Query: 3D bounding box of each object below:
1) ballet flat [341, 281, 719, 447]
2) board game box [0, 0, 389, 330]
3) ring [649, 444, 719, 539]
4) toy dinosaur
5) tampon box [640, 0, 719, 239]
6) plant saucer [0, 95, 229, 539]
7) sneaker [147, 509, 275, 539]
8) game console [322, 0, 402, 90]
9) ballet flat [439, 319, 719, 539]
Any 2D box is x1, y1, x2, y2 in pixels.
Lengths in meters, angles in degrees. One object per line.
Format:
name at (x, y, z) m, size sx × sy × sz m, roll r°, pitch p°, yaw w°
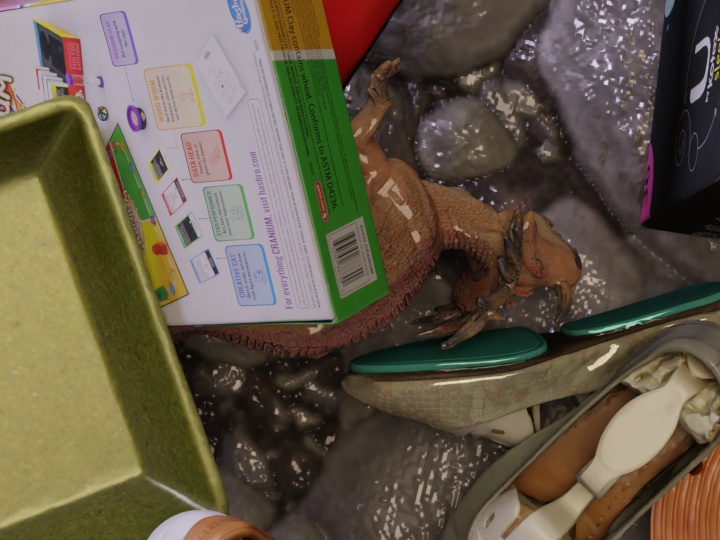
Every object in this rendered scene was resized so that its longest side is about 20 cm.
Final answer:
ballet flat at (0.093, 0.054, 1.050) m, size 0.199 × 0.067 × 0.063 m, roll -11°, pitch 99°, yaw -5°
board game box at (-0.092, -0.052, 0.970) m, size 0.040 × 0.200 × 0.153 m, roll -28°, pitch 110°, yaw -49°
ring at (0.229, 0.115, 1.061) m, size 0.200 × 0.019 × 0.201 m, roll -1°, pitch 96°, yaw -12°
toy dinosaur at (0.000, 0.000, 1.023) m, size 0.200 × 0.086 × 0.136 m, roll -32°, pitch 79°, yaw -9°
tampon box at (0.211, -0.095, 1.002) m, size 0.126 × 0.200 × 0.150 m, roll 9°, pitch 83°, yaw -4°
plant saucer at (-0.182, 0.048, 0.960) m, size 0.200 × 0.048 × 0.200 m, roll -20°, pitch 99°, yaw -11°
sneaker at (-0.019, 0.189, 0.932) m, size 0.073 × 0.085 × 0.200 m, roll -39°, pitch 98°, yaw -22°
game console at (-0.047, -0.189, 1.011) m, size 0.200 × 0.119 × 0.173 m, roll 37°, pitch 113°, yaw 5°
ballet flat at (0.096, 0.099, 1.010) m, size 0.067 × 0.064 × 0.200 m, roll 45°, pitch 107°, yaw 6°
